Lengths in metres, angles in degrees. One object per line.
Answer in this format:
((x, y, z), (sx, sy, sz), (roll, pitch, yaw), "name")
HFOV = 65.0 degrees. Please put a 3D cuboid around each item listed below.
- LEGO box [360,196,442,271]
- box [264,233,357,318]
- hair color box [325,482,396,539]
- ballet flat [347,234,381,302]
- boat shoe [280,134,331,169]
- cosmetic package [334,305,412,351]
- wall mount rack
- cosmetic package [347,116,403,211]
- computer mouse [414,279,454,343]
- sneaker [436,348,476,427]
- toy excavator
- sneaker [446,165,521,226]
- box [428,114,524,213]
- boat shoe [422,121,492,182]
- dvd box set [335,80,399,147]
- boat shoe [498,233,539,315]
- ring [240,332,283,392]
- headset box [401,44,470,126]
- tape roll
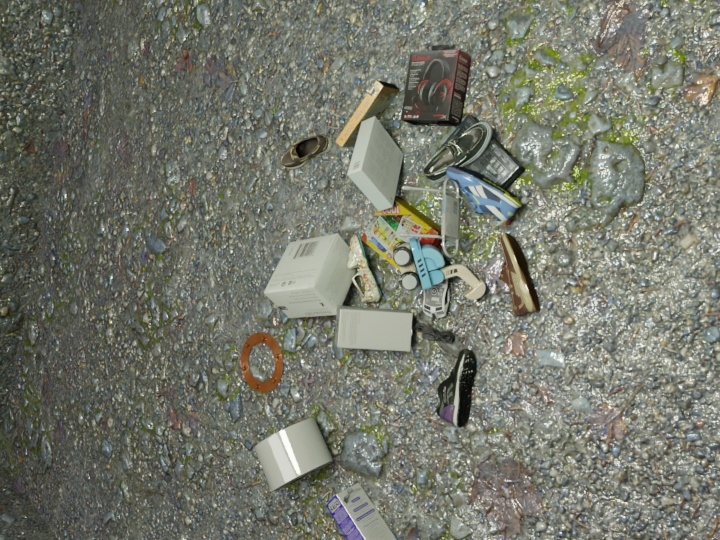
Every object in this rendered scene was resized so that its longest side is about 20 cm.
((0.120, -0.092, 1.538), (0.200, 0.077, 0.149), (40, 111, 29), "LEGO box")
((-0.137, 0.018, 1.632), (0.198, 0.131, 0.201), (-8, 46, 38), "box")
((0.003, 0.715, 1.597), (0.065, 0.109, 0.200), (-50, 63, 26), "hair color box")
((0.000, 0.000, 1.596), (0.064, 0.076, 0.201), (-22, 94, -8), "ballet flat")
((-0.183, -0.373, 1.767), (0.199, 0.059, 0.072), (-15, 82, 35), "boat shoe")
((0.035, 0.156, 1.527), (0.199, 0.085, 0.108), (5, 92, -8), "cosmetic package")
((0.180, -0.132, 1.383), (0.074, 0.173, 0.201), (-7, 77, 45), "wall mount rack")
((0.044, -0.283, 1.498), (0.051, 0.151, 0.201), (-15, 47, 35), "cosmetic package")
((0.203, 0.087, 1.498), (0.109, 0.044, 0.201), (7, 96, 30), "computer mouse")
((0.236, 0.295, 1.457), (0.087, 0.076, 0.201), (13, 97, 41), "sneaker")
((0.196, -0.001, 1.417), (0.199, 0.100, 0.196), (-17, 100, 9), "toy excavator")
((0.284, -0.183, 1.360), (0.200, 0.074, 0.082), (35, 117, 10), "sneaker")
((0.291, -0.268, 1.432), (0.158, 0.051, 0.200), (-48, 65, 25), "box")
((0.238, -0.288, 1.395), (0.200, 0.071, 0.072), (-43, 67, 27), "boat shoe")
((0.020, -0.431, 1.570), (0.029, 0.146, 0.200), (41, 115, 7), "dvd box set")
((0.366, 0.011, 1.368), (0.072, 0.072, 0.201), (-22, 83, 32), "boat shoe")
((-0.336, 0.309, 1.899), (0.199, 0.019, 0.202), (0, 90, 35), "ring")
((0.198, -0.487, 1.485), (0.148, 0.075, 0.201), (13, 97, 35), "headset box")
((-0.198, 0.550, 1.687), (0.202, 0.202, 0.140), (-39, 68, 29), "tape roll")
